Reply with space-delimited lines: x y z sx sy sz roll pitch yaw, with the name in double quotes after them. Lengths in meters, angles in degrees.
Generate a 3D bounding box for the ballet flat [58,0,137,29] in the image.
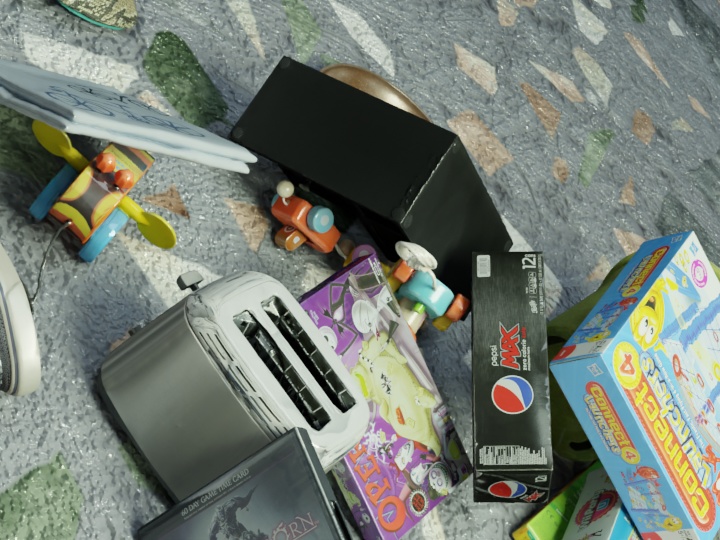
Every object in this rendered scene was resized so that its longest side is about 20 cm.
-0.259 -0.265 1.215 0.199 0.075 0.068 17 43 -39 "ballet flat"

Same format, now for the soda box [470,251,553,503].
0.122 0.086 1.169 0.062 0.071 0.202 0 59 4 "soda box"

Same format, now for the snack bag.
-0.206 -0.124 1.087 0.199 0.022 0.188 27 12 38 "snack bag"

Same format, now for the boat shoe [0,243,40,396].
-0.286 0.000 0.939 0.092 0.075 0.202 -16 71 -33 "boat shoe"

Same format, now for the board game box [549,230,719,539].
0.269 0.103 1.221 0.196 0.056 0.201 -45 110 -42 "board game box"

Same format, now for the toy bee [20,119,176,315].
-0.190 -0.051 1.052 0.130 0.109 0.201 30 37 -27 "toy bee"

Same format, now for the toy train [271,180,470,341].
0.000 0.000 1.225 0.199 0.056 0.150 26 -13 46 "toy train"

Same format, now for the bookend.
0.013 -0.072 1.277 0.199 0.093 0.199 29 -13 29 "bookend"

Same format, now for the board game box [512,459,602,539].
0.215 0.239 1.303 0.096 0.030 0.199 55 36 7 "board game box"

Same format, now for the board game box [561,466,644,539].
0.258 0.285 1.239 0.201 0.064 0.148 53 35 -10 "board game box"

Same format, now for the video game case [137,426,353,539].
-0.055 0.223 0.905 0.019 0.142 0.202 20 40 -60 "video game case"

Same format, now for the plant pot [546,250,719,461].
0.252 0.095 1.367 0.183 0.200 0.202 -18 70 -42 "plant pot"

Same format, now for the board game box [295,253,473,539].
0.009 0.102 1.121 0.120 0.032 0.202 -33 102 -37 "board game box"

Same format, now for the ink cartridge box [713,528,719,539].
0.390 0.239 1.350 0.084 0.200 0.146 34 36 -25 "ink cartridge box"

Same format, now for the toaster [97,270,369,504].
-0.083 0.099 1.006 0.201 0.129 0.113 54 34 7 "toaster"

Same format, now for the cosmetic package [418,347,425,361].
-0.026 0.082 1.160 0.199 0.051 0.083 21 44 -37 "cosmetic package"

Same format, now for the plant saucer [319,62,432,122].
0.019 -0.118 1.425 0.199 0.037 0.202 31 37 -27 "plant saucer"
